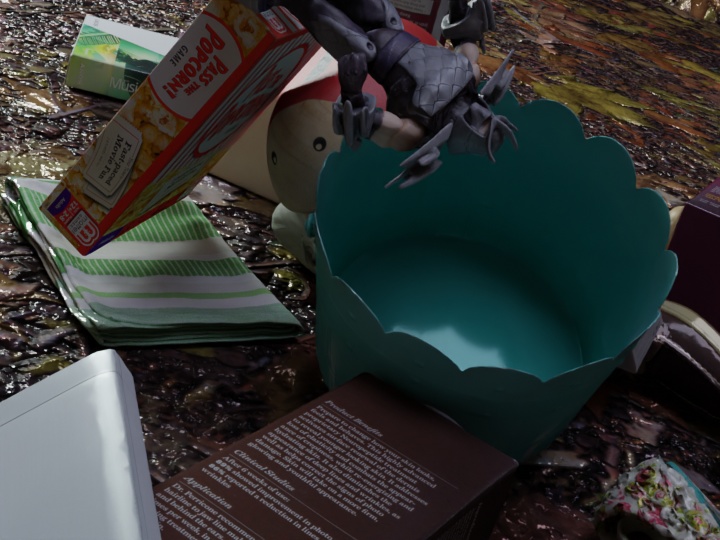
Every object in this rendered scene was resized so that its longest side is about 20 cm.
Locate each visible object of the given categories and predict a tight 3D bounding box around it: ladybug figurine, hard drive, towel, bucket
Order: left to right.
[{"bbox_3d":[-0.136,0.119,0.435,0.131,0.027,0.200,-28,33,-1],"label":"hard drive"},{"bbox_3d":[-0.147,-0.011,0.802,0.151,0.024,0.200,0,29,-36],"label":"towel"},{"bbox_3d":[-0.006,-0.123,0.849,0.135,0.072,0.201,-16,31,35],"label":"ladybug figurine"},{"bbox_3d":[0.066,0.007,0.686,0.204,0.135,0.209,5,55,-7],"label":"bucket"}]

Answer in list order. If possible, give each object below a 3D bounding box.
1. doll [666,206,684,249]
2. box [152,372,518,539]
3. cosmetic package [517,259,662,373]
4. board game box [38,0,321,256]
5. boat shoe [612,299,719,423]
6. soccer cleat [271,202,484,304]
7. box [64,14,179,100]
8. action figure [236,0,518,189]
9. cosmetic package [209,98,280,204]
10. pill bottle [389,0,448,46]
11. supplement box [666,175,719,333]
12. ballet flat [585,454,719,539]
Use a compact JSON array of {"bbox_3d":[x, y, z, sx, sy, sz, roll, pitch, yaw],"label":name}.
[{"bbox_3d":[0.207,-0.065,1.131,0.198,0.049,0.136,21,33,23],"label":"doll"},{"bbox_3d":[-0.020,0.124,0.539,0.099,0.076,0.199,28,28,25],"label":"box"},{"bbox_3d":[0.112,-0.001,0.839,0.198,0.051,0.083,22,-21,31],"label":"cosmetic package"},{"bbox_3d":[-0.103,-0.109,0.771,0.046,0.200,0.152,46,27,-1],"label":"board game box"},{"bbox_3d":[0.196,0.053,0.868,0.072,0.073,0.200,-33,57,-22],"label":"boat shoe"},{"bbox_3d":[0.000,0.000,0.831,0.199,0.070,0.078,22,63,37],"label":"soccer cleat"},{"bbox_3d":[-0.182,-0.193,1.156,0.197,0.037,0.145,11,24,-13],"label":"box"},{"bbox_3d":[0.007,-0.126,0.640,0.199,0.070,0.130,40,48,8],"label":"action figure"},{"bbox_3d":[-0.030,-0.103,0.983,0.198,0.105,0.073,24,25,16],"label":"cosmetic package"},{"bbox_3d":[0.015,-0.196,1.093,0.113,0.202,0.114,15,23,-6],"label":"pill bottle"},{"bbox_3d":[0.326,-0.014,1.028,0.085,0.112,0.199,26,25,21],"label":"supplement box"},{"bbox_3d":[0.186,0.174,0.601,0.063,0.076,0.200,-24,33,-12],"label":"ballet flat"}]
